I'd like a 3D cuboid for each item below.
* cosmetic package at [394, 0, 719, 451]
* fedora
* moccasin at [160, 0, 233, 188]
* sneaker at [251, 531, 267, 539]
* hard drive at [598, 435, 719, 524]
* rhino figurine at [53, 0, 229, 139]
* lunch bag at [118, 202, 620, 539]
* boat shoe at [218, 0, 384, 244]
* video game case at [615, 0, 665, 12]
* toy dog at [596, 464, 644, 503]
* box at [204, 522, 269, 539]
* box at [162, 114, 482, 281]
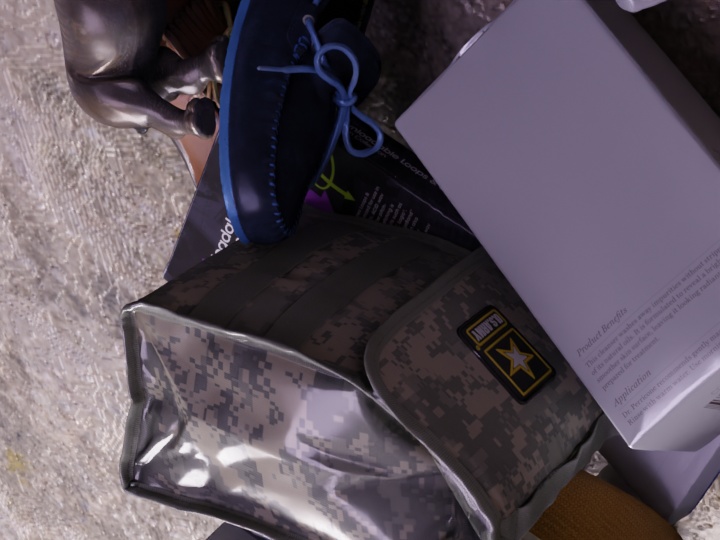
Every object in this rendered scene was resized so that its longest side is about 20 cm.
[{"bbox_3d":[0.119,-0.028,0.814,0.113,0.081,0.200,-42,63,21],"label":"cosmetic package"},{"bbox_3d":[0.108,0.149,0.903,0.201,0.082,0.201,36,168,9],"label":"fedora"},{"bbox_3d":[-0.077,-0.102,0.990,0.078,0.074,0.202,-16,104,27],"label":"moccasin"},{"bbox_3d":[-0.002,0.123,1.087,0.200,0.075,0.116,29,127,5],"label":"sneaker"},{"bbox_3d":[0.120,0.013,0.904,0.200,0.025,0.132,49,138,26],"label":"hard drive"},{"bbox_3d":[-0.127,-0.162,0.909,0.087,0.060,0.200,-2,111,32],"label":"rhino figurine"},{"bbox_3d":[0.013,0.055,0.830,0.200,0.164,0.118,16,117,24],"label":"lunch bag"},{"bbox_3d":[-0.023,-0.105,0.865,0.069,0.200,0.084,2,154,12],"label":"boat shoe"},{"bbox_3d":[0.152,-0.225,0.688,0.182,0.023,0.200,-23,108,-2],"label":"video game case"},{"bbox_3d":[0.126,0.188,1.031,0.200,0.096,0.132,-40,88,30],"label":"toy dog"},{"bbox_3d":[-0.049,0.227,1.090,0.156,0.200,0.041,36,135,14],"label":"box"},{"bbox_3d":[0.000,0.000,0.938,0.200,0.036,0.143,34,126,12],"label":"box"}]
